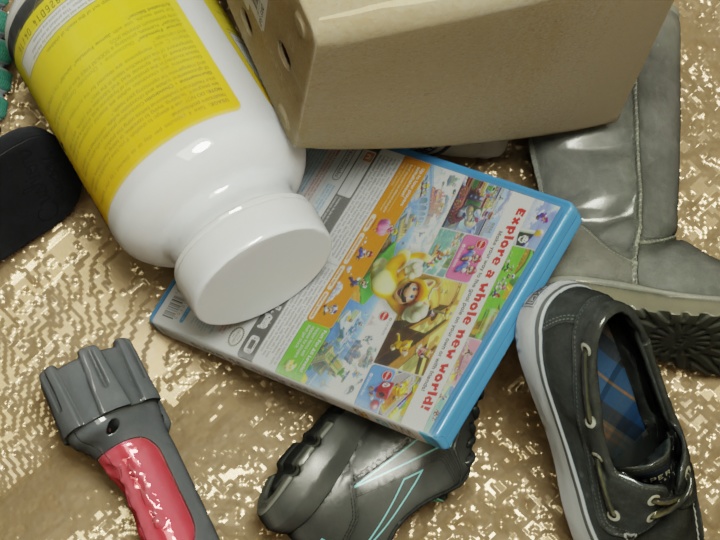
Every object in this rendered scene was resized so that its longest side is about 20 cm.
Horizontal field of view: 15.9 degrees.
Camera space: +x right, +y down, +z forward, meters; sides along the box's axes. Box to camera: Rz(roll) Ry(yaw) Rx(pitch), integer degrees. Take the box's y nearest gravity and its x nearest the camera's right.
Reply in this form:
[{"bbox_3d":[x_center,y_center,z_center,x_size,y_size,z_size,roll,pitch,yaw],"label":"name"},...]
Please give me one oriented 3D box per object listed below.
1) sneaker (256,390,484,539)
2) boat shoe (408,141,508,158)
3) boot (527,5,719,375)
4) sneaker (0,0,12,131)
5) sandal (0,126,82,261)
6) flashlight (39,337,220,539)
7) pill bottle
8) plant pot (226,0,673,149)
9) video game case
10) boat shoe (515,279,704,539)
[{"bbox_3d":[0.030,0.073,1.364,0.079,0.075,0.200,39,81,-7],"label":"sneaker"},{"bbox_3d":[0.046,-0.151,1.423,0.066,0.072,0.200,12,54,-33],"label":"boat shoe"},{"bbox_3d":[0.165,-0.051,1.402,0.182,0.073,0.200,14,56,-20],"label":"boot"},{"bbox_3d":[-0.241,-0.135,1.416,0.087,0.074,0.200,0,76,28],"label":"sneaker"},{"bbox_3d":[-0.229,-0.004,1.358,0.200,0.076,0.043,-42,40,-13],"label":"sandal"},{"bbox_3d":[-0.107,0.135,1.333,0.068,0.068,0.200,-26,78,-6],"label":"flashlight"},{"bbox_3d":[-0.098,-0.074,1.352,0.112,0.112,0.200,-27,65,-10],"label":"pill bottle"},{"bbox_3d":[0.026,-0.168,1.283,0.177,0.200,0.200,-21,73,-13],"label":"plant pot"},{"bbox_3d":[0.000,0.000,1.350,0.200,0.018,0.143,20,71,36],"label":"video game case"},{"bbox_3d":[0.137,0.097,1.308,0.069,0.057,0.200,-37,116,-27],"label":"boat shoe"}]
